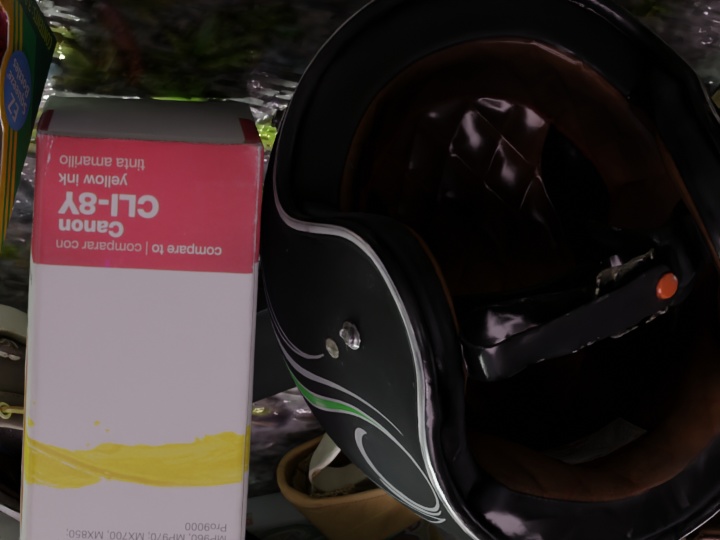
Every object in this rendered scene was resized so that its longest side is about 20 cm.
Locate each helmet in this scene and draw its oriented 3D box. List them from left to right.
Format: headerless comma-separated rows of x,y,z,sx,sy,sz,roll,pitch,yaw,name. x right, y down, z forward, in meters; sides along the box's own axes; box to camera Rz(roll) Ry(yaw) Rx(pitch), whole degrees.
0.055,-0.004,1.076,0.200,0.191,0.200,-11,123,-17,helmet

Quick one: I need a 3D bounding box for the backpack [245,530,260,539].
0.001,0.206,1.377,0.190,0.154,0.200,-2,156,43,backpack

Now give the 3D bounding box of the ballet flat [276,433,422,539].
0.035,0.072,1.324,0.063,0.069,0.200,34,134,-23,ballet flat

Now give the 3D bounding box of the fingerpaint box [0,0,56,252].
-0.179,-0.068,0.990,0.073,0.167,0.200,1,148,17,fingerpaint box

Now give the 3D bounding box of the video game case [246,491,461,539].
-0.020,0.167,1.508,0.182,0.023,0.200,-12,146,16,video game case

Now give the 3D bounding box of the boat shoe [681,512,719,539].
0.137,0.103,1.363,0.202,0.075,0.075,-10,147,13,boat shoe

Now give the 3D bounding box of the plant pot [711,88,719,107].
0.230,-0.038,1.190,0.200,0.028,0.200,-1,148,-1,plant pot

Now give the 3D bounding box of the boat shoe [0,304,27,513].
-0.122,0.085,1.271,0.072,0.060,0.200,-21,143,18,boat shoe

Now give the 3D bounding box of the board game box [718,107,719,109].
0.232,-0.033,1.124,0.200,0.023,0.105,-5,141,25,board game box

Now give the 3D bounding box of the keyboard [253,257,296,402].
0.000,0.000,1.234,0.200,0.021,0.127,-23,149,20,keyboard

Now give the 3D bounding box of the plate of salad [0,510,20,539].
-0.184,0.120,1.323,0.200,0.048,0.200,29,173,4,plate of salad

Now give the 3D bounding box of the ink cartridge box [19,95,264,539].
-0.083,0.041,1.103,0.083,0.200,0.145,2,-172,-6,ink cartridge box
